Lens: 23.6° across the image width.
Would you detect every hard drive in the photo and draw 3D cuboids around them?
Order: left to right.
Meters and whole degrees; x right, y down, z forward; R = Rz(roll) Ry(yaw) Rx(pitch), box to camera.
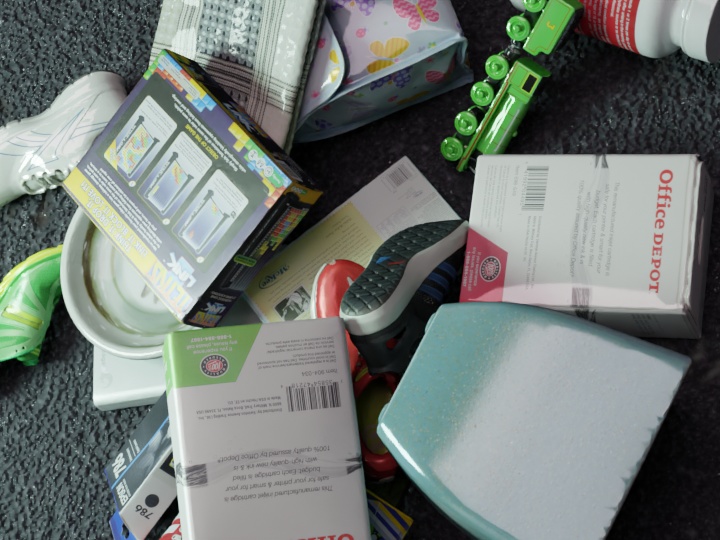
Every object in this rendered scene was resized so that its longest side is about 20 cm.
[{"bbox_3d":[-0.158,0.055,1.631,0.199,0.026,0.132,-9,67,16],"label":"hard drive"}]

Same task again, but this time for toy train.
[{"bbox_3d":[0.137,-0.169,1.554,0.056,0.042,0.200,34,116,12],"label":"toy train"}]

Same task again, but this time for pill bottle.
[{"bbox_3d":[0.242,-0.259,1.552,0.200,0.112,0.112,25,80,27],"label":"pill bottle"}]

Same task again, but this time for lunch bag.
[{"bbox_3d":[-0.015,-0.228,1.612,0.200,0.127,0.170,-21,72,3],"label":"lunch bag"}]

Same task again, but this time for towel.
[{"bbox_3d":[-0.127,-0.195,1.593,0.192,0.035,0.200,23,106,32],"label":"towel"}]

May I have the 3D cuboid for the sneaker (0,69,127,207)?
[{"bbox_3d":[-0.309,-0.118,1.730,0.200,0.075,0.087,-36,67,5],"label":"sneaker"}]

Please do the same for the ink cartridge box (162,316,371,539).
[{"bbox_3d":[-0.077,0.147,1.384,0.145,0.084,0.201,-4,78,-12],"label":"ink cartridge box"}]

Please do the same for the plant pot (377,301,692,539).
[{"bbox_3d":[0.126,0.129,1.372,0.200,0.196,0.197,26,81,10],"label":"plant pot"}]

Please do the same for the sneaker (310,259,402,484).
[{"bbox_3d":[0.009,0.082,1.480,0.077,0.085,0.201,-11,81,-11],"label":"sneaker"}]

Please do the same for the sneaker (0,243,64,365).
[{"bbox_3d":[-0.331,0.049,1.684,0.200,0.074,0.084,-43,87,-2],"label":"sneaker"}]

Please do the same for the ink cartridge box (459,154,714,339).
[{"bbox_3d":[0.199,-0.022,1.493,0.199,0.085,0.146,1,71,23],"label":"ink cartridge box"}]

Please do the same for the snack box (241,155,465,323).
[{"bbox_3d":[0.000,0.000,1.570,0.200,0.037,0.116,-37,66,-4],"label":"snack box"}]

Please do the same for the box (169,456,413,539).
[{"bbox_3d":[-0.060,0.187,1.455,0.200,0.064,0.070,34,73,-2],"label":"box"}]

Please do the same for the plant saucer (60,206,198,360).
[{"bbox_3d":[-0.186,-0.011,1.616,0.200,0.050,0.201,-7,73,24],"label":"plant saucer"}]

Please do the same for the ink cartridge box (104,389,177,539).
[{"bbox_3d":[-0.176,0.161,1.546,0.200,0.039,0.099,-54,23,4],"label":"ink cartridge box"}]

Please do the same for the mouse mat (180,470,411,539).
[{"bbox_3d":[-0.046,0.191,1.494,0.161,0.008,0.200,27,72,-3],"label":"mouse mat"}]

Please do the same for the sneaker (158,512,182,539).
[{"bbox_3d":[-0.143,0.235,1.499,0.071,0.112,0.200,35,89,-2],"label":"sneaker"}]

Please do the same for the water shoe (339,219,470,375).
[{"bbox_3d":[0.042,0.022,1.473,0.071,0.200,0.079,-4,113,32],"label":"water shoe"}]

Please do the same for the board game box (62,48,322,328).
[{"bbox_3d":[-0.154,-0.074,1.550,0.165,0.057,0.200,-51,62,14],"label":"board game box"}]
